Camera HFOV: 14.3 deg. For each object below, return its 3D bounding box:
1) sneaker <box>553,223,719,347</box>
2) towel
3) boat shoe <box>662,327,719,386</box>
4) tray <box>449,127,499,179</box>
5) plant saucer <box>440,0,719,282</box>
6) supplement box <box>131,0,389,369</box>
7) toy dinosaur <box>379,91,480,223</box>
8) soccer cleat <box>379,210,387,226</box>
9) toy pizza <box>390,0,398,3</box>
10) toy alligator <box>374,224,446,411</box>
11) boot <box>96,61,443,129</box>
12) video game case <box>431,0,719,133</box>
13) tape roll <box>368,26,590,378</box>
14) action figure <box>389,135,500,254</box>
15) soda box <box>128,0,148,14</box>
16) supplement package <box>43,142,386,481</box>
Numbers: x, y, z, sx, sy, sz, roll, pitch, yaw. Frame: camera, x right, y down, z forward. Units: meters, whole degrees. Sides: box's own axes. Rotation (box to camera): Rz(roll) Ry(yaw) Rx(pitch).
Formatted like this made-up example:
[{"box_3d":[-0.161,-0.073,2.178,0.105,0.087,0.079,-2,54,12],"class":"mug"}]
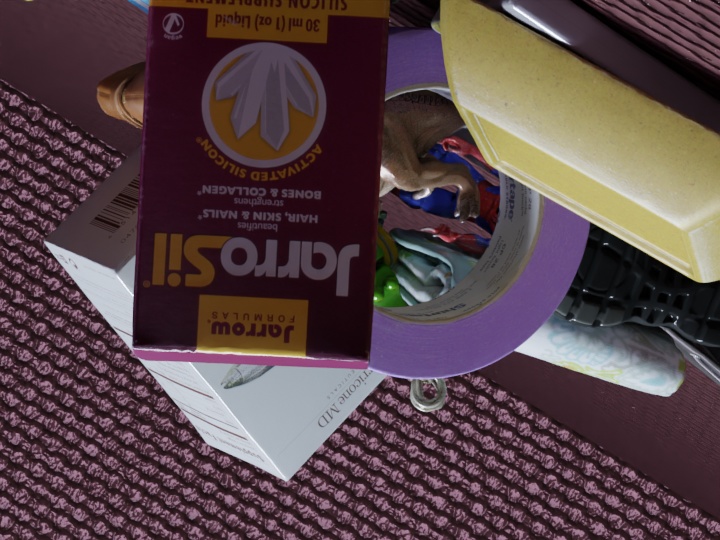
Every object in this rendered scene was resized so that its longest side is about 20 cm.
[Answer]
[{"box_3d":[0.164,0.000,1.825,0.199,0.076,0.079,20,-171,-28],"class":"sneaker"},{"box_3d":[0.110,0.023,1.897,0.170,0.048,0.200,17,-173,-14],"class":"towel"},{"box_3d":[0.249,0.045,1.931,0.200,0.067,0.057,34,-176,21],"class":"boat shoe"},{"box_3d":[0.110,-0.075,1.872,0.107,0.022,0.200,33,175,-7],"class":"tray"},{"box_3d":[0.128,-0.059,1.516,0.199,0.049,0.200,31,175,15],"class":"plant saucer"},{"box_3d":[-0.053,-0.051,1.532,0.130,0.201,0.103,2,176,-1],"class":"supplement box"},{"box_3d":[-0.010,-0.072,1.721,0.136,0.199,0.086,53,-166,-27],"class":"toy dinosaur"},{"box_3d":[-0.028,-0.024,1.950,0.081,0.068,0.200,5,-174,-7],"class":"soccer cleat"},{"box_3d":[-0.053,-0.207,1.530,0.200,0.032,0.200,31,176,2],"class":"toy pizza"},{"box_3d":[0.000,0.000,1.811,0.200,0.059,0.054,54,159,3],"class":"toy alligator"},{"box_3d":[-0.060,-0.116,1.850,0.199,0.074,0.154,4,180,-30],"class":"boot"},{"box_3d":[0.142,-0.090,1.529,0.199,0.023,0.182,32,175,-10],"class":"video game case"},{"box_3d":[0.031,-0.040,1.661,0.200,0.201,0.066,34,175,-19],"class":"tape roll"},{"box_3d":[0.052,-0.058,1.884,0.099,0.066,0.200,24,-178,-46],"class":"action figure"},{"box_3d":[-0.096,-0.186,1.805,0.068,0.064,0.200,33,174,-17],"class":"soda box"},{"box_3d":[-0.092,0.021,1.903,0.200,0.117,0.117,52,163,-28],"class":"supplement package"}]
